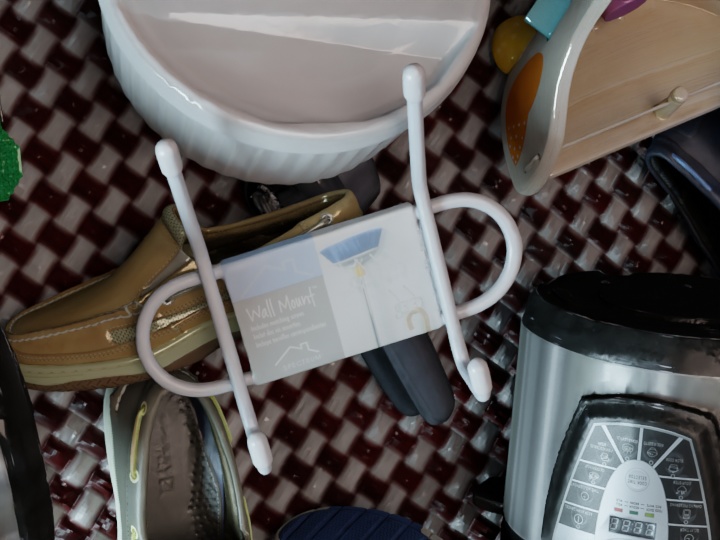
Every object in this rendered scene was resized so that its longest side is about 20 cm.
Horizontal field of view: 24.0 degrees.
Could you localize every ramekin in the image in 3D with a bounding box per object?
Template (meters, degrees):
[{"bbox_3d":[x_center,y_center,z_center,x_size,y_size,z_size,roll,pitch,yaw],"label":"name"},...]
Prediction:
[{"bbox_3d":[-0.040,-0.136,0.852,0.200,0.094,0.205,6,66,-13],"label":"ramekin"}]

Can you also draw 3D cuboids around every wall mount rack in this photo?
[{"bbox_3d":[-0.016,-0.005,0.799,0.198,0.075,0.176,-17,111,-5],"label":"wall mount rack"}]

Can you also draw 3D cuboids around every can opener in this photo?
[{"bbox_3d":[0.000,0.000,0.928,0.078,0.063,0.201,-30,105,-14],"label":"can opener"}]

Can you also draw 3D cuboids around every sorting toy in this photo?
[{"bbox_3d":[0.170,-0.153,0.919,0.198,0.180,0.108,-23,73,-22],"label":"sorting toy"}]

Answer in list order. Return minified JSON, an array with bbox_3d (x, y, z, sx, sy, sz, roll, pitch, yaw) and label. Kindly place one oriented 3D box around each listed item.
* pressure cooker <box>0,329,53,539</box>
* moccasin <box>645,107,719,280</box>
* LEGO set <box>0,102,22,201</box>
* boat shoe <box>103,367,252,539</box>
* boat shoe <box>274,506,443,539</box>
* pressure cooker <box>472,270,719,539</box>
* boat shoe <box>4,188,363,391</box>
[{"bbox_3d":[-0.254,0.091,0.755,0.198,0.178,0.178,-17,98,-24],"label":"pressure cooker"},{"bbox_3d":[0.230,-0.004,1.028,0.068,0.080,0.201,-35,93,-28],"label":"moccasin"},{"bbox_3d":[-0.253,-0.109,0.805,0.153,0.115,0.202,-26,110,-50],"label":"LEGO set"},{"bbox_3d":[-0.092,0.148,0.899,0.071,0.060,0.204,-13,99,-22],"label":"boat shoe"},{"bbox_3d":[0.037,0.192,0.910,0.072,0.198,0.073,-35,136,-47],"label":"boat shoe"},{"bbox_3d":[0.168,0.112,0.944,0.177,0.176,0.203,-1,104,-24],"label":"pressure cooker"},{"bbox_3d":[-0.091,0.001,0.862,0.198,0.072,0.077,-16,120,-5],"label":"boat shoe"}]
